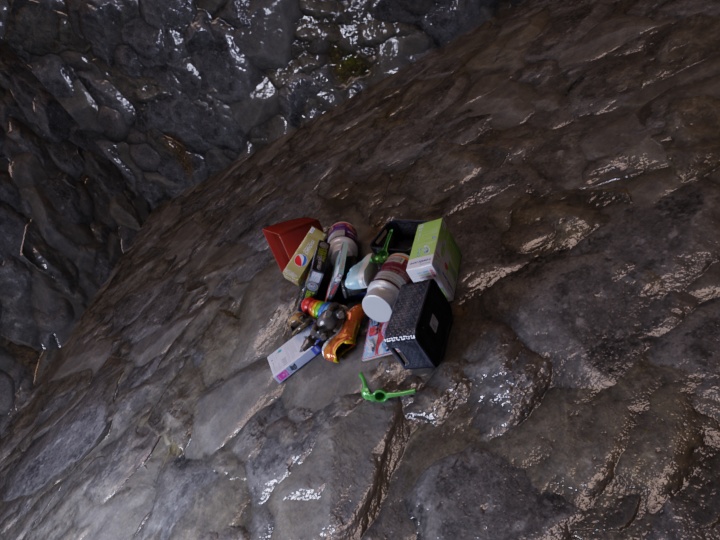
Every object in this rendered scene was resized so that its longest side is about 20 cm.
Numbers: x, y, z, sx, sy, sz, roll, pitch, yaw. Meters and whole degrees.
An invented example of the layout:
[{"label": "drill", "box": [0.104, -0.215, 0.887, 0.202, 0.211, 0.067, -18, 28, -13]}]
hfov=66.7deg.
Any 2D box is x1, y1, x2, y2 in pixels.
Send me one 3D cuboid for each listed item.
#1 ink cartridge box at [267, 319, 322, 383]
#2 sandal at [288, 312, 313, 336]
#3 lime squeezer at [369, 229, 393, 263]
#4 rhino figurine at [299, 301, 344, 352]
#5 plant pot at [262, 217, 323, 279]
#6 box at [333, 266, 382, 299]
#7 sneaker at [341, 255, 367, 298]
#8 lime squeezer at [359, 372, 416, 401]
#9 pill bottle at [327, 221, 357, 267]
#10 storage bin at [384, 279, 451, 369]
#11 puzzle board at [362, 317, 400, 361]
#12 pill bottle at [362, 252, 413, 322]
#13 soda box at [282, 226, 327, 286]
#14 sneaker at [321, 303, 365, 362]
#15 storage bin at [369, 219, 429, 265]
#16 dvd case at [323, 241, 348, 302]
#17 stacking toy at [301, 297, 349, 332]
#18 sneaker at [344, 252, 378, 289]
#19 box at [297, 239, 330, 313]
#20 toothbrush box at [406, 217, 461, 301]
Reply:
[{"label": "ink cartridge box", "box": [-0.194, 0.251, 1.711, 0.199, 0.042, 0.119, -40, 29, -1]}, {"label": "sandal", "box": [-0.198, 0.161, 1.765, 0.081, 0.055, 0.200, -38, 10, -3]}, {"label": "lime squeezer", "box": [0.065, -0.049, 1.662, 0.200, 0.037, 0.071, -53, -12, -53]}, {"label": "rhino figurine", "box": [-0.116, 0.172, 1.607, 0.200, 0.060, 0.088, -49, 5, 15]}, {"label": "plant pot", "box": [-0.228, -0.098, 2.066, 0.175, 0.202, 0.199, -31, 22, -19]}, {"label": "box", "box": [-0.012, 0.042, 1.818, 0.198, 0.033, 0.122, -5, 43, 43]}, {"label": "sneaker", "box": [-0.011, 0.018, 1.761, 0.089, 0.077, 0.201, -9, 35, 8]}, {"label": "lime squeezer", "box": [0.049, 0.308, 1.395, 0.070, 0.038, 0.198, -19, 16, -40]}, {"label": "pill bottle", "box": [-0.064, -0.084, 1.939, 0.110, 0.112, 0.201, -28, 26, 13]}, {"label": "storage bin", "box": [0.152, 0.137, 1.404, 0.093, 0.136, 0.201, -12, 38, 34]}, {"label": "puzzle board", "box": [0.082, 0.164, 1.574, 0.149, 0.017, 0.202, -20, 35, 26]}, {"label": "pill bottle", "box": [0.089, 0.050, 1.597, 0.113, 0.115, 0.201, -9, 31, 37]}, {"label": "soda box", "box": [-0.194, -0.050, 1.932, 0.201, 0.063, 0.068, -58, -8, -16]}, {"label": "sneaker", "box": [-0.033, 0.189, 1.623, 0.076, 0.073, 0.201, 19, 66, 34]}, {"label": "storage bin", "box": [0.144, -0.083, 1.768, 0.199, 0.094, 0.136, 8, 52, 50]}, {"label": "dvd case", "box": [-0.084, 0.025, 1.792, 0.147, 0.022, 0.201, -82, 11, -46]}, {"label": "stacking toy", "box": [-0.121, 0.127, 1.738, 0.199, 0.086, 0.086, 19, 60, 46]}, {"label": "sneaker", "box": [0.000, 0.000, 1.667, 0.081, 0.075, 0.200, -9, 15, 18]}, {"label": "box", "box": [-0.157, 0.024, 1.858, 0.161, 0.044, 0.201, -82, 12, -49]}, {"label": "toothbrush box", "box": [0.214, -0.026, 1.570, 0.085, 0.146, 0.201, -13, 37, 32]}]
